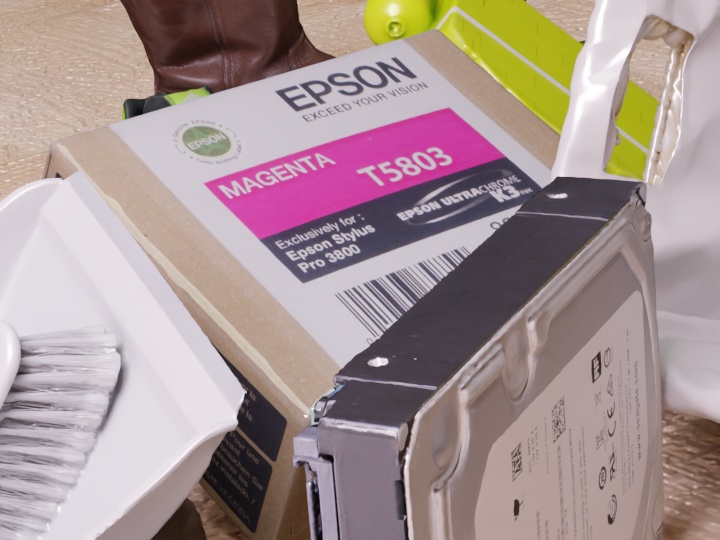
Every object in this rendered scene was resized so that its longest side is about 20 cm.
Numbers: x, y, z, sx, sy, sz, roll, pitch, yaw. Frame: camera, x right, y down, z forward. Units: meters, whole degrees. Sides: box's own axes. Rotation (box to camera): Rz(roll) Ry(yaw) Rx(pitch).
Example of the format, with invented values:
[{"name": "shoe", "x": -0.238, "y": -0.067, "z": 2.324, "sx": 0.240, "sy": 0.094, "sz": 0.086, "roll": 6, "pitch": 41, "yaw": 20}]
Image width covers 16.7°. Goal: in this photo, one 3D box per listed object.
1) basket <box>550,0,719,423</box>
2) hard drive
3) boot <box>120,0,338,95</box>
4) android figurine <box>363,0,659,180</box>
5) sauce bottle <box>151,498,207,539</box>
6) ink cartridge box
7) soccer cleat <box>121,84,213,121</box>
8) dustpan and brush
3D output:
[{"name": "basket", "x": 0.192, "y": -0.036, "z": 0.834, "sx": 0.199, "sy": 0.199, "sz": 0.160, "roll": 13, "pitch": 1, "yaw": 44}, {"name": "hard drive", "x": 0.043, "y": 0.068, "z": 0.722, "sx": 0.038, "sy": 0.140, "sz": 0.200, "roll": 5, "pitch": 21, "yaw": 25}, {"name": "boot", "x": -0.024, "y": -0.120, "z": 1.157, "sx": 0.185, "sy": 0.201, "sz": 0.064, "roll": -11, "pitch": 46, "yaw": 2}, {"name": "android figurine", "x": 0.080, "y": -0.076, "z": 1.106, "sx": 0.182, "sy": 0.041, "sz": 0.200, "roll": 35, "pitch": 23, "yaw": -12}, {"name": "sauce bottle", "x": -0.149, "y": 0.091, "z": 0.814, "sx": 0.199, "sy": 0.066, "sz": 0.066, "roll": 6, "pitch": 23, "yaw": 27}, {"name": "ink cartridge box", "x": 0.000, "y": 0.000, "z": 0.927, "sx": 0.199, "sy": 0.075, "sz": 0.165, "roll": -21, "pitch": 52, "yaw": -36}, {"name": "soccer cleat", "x": -0.067, "y": -0.037, "z": 1.084, "sx": 0.067, "sy": 0.082, "sz": 0.200, "roll": -12, "pitch": 13, "yaw": -23}, {"name": "dustpan and brush", "x": -0.129, "y": 0.076, "z": 0.732, "sx": 0.057, "sy": 0.200, "sz": 0.140, "roll": 18, "pitch": 21, "yaw": -40}]
